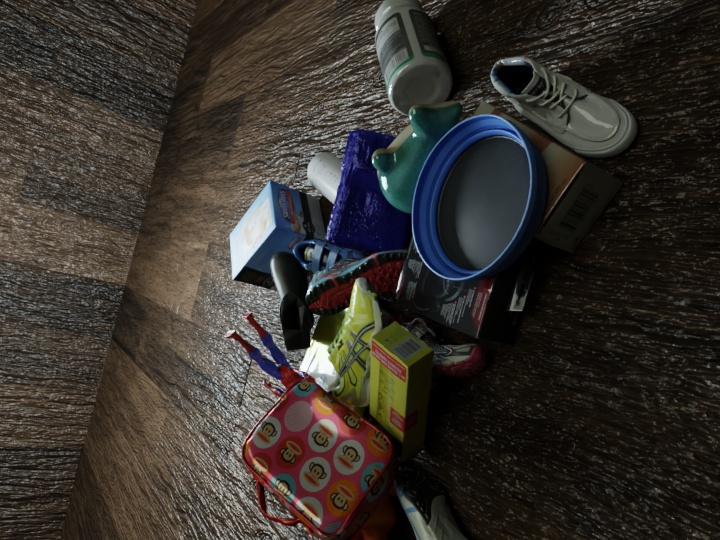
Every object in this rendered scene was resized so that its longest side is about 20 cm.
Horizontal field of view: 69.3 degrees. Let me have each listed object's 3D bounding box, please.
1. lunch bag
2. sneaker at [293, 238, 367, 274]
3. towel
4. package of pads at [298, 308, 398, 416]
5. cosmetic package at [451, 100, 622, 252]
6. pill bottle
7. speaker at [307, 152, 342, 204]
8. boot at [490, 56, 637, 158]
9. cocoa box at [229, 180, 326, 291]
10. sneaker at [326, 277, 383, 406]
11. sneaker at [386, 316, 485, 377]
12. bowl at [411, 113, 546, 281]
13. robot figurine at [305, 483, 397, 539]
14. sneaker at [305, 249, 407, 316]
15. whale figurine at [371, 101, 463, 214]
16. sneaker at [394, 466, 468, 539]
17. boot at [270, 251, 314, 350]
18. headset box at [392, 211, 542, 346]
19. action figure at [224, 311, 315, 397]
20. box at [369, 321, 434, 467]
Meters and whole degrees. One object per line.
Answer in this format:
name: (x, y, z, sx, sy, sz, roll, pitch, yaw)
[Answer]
lunch bag: (-0.063, 0.266, 0.714, 0.198, 0.083, 0.176, 30, 66, 31)
sneaker: (-0.060, -0.016, 0.999, 0.199, 0.081, 0.075, 15, 87, 54)
towel: (0.026, -0.132, 0.888, 0.145, 0.050, 0.204, 13, 88, 11)
package of pads: (-0.028, 0.141, 0.908, 0.154, 0.067, 0.203, 32, 103, 53)
cosmetic package: (0.211, -0.125, 0.666, 0.105, 0.086, 0.201, -61, 37, 21)
pill bottle: (0.086, -0.380, 0.910, 0.113, 0.112, 0.203, -38, 49, 39)
speaker: (-0.034, -0.166, 1.019, 0.200, 0.080, 0.082, 44, 112, 51)
boot: (0.240, -0.208, 0.650, 0.074, 0.094, 0.200, -61, 38, 17)
cocoa box: (-0.187, -0.070, 1.148, 0.200, 0.130, 0.135, -43, 46, 36)
sneaker: (-0.010, 0.112, 0.783, 0.075, 0.075, 0.204, -135, 47, -74)
sneaker: (0.093, 0.107, 0.747, 0.198, 0.080, 0.076, -1, 74, 54)
bowl: (0.141, -0.086, 0.645, 0.199, 0.039, 0.205, -20, 66, 53)
robot figurine: (-0.014, 0.329, 0.781, 0.144, 0.115, 0.202, -52, 42, 32)
sneaker: (0.000, 0.000, 0.865, 0.196, 0.080, 0.096, -17, 30, 6)
whale figurine: (0.096, -0.157, 0.767, 0.201, 0.156, 0.106, 107, 154, -65)
sneaker: (0.094, 0.338, 0.670, 0.200, 0.071, 0.074, 48, 124, 54)
boot: (-0.126, 0.047, 0.930, 0.200, 0.065, 0.168, -98, -13, -86)
headset box: (0.147, 0.004, 0.715, 0.199, 0.076, 0.152, 18, 93, 54)
action figure: (-0.145, 0.159, 0.872, 0.065, 0.201, 0.098, -47, 18, -24)
box: (0.052, 0.173, 0.710, 0.075, 0.050, 0.203, 35, 138, 37)
